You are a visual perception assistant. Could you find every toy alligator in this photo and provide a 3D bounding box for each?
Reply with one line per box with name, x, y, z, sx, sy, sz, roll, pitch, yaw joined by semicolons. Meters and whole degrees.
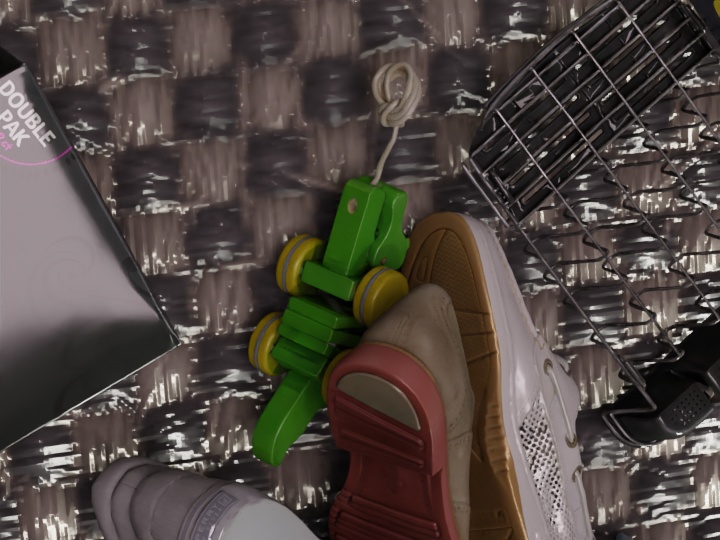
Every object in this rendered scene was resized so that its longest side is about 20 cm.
toy alligator;0.000;0.000;1.266;0.054;0.059;0.201;13;99;-57

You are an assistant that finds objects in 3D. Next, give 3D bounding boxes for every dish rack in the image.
dish rack;0.142;-0.029;1.290;0.153;0.055;0.200;-41;105;-15

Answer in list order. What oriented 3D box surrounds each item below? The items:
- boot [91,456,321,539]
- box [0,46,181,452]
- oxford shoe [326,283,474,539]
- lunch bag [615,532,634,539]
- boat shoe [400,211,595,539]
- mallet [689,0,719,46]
boot;-0.048;0.150;1.267;0.074;0.095;0.200;-54;136;-18
box;-0.207;0.010;1.171;0.200;0.124;0.149;-30;108;-9
oxford shoe;0.030;0.091;1.255;0.070;0.200;0.075;21;51;17
lunch bag;0.124;0.231;1.264;0.169;0.200;0.127;-41;108;-4
boat shoe;0.072;0.065;1.294;0.069;0.071;0.201;-17;99;-37
mallet;0.146;-0.135;1.249;0.066;0.041;0.200;-26;80;-7
